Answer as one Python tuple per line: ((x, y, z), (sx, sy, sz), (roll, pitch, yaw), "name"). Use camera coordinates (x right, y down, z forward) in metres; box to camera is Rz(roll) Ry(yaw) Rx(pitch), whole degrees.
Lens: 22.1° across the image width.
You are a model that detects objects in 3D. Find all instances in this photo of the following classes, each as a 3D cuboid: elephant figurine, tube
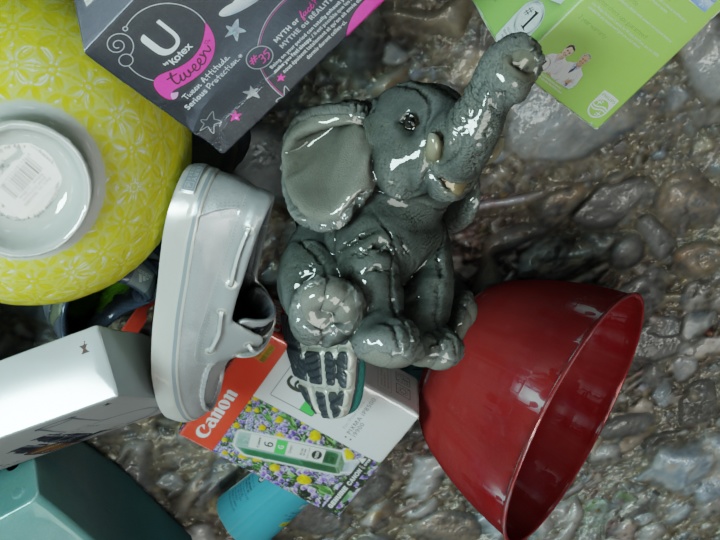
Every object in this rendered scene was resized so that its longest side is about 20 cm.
((0.024, -0.051, 1.089), (0.154, 0.141, 0.201), (12, 98, 11), "elephant figurine")
((-0.023, 0.131, 1.380), (0.200, 0.078, 0.050), (-42, 99, 20), "tube")

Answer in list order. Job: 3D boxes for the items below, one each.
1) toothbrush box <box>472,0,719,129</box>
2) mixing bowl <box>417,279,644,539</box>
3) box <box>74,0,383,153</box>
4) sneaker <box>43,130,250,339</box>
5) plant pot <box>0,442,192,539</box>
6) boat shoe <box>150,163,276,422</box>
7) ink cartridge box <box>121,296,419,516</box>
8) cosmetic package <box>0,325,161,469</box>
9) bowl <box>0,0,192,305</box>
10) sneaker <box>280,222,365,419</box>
((0.160, -0.209, 1.088), (0.086, 0.146, 0.200), (29, 115, -36), "toothbrush box")
((0.111, 0.082, 1.323), (0.200, 0.108, 0.201), (-50, 157, -30), "mixing bowl")
((-0.059, -0.194, 1.030), (0.200, 0.132, 0.115), (-42, 127, 17), "box")
((-0.136, -0.025, 1.184), (0.074, 0.081, 0.200), (25, 118, -36), "sneaker")
((-0.221, 0.213, 1.328), (0.141, 0.142, 0.200), (-29, 127, 6), "plant pot")
((-0.086, 0.022, 1.143), (0.068, 0.072, 0.201), (15, 126, 8), "boat shoe")
((-0.070, 0.080, 1.284), (0.199, 0.050, 0.109), (29, 116, -16), "ink cartridge box")
((-0.227, 0.093, 1.186), (0.199, 0.052, 0.151), (-20, 169, 9), "cosmetic package")
((-0.193, -0.062, 1.067), (0.199, 0.108, 0.202), (-2, 109, -7), "bowl")
((0.000, 0.000, 1.219), (0.079, 0.077, 0.202), (4, 95, -37), "sneaker")
